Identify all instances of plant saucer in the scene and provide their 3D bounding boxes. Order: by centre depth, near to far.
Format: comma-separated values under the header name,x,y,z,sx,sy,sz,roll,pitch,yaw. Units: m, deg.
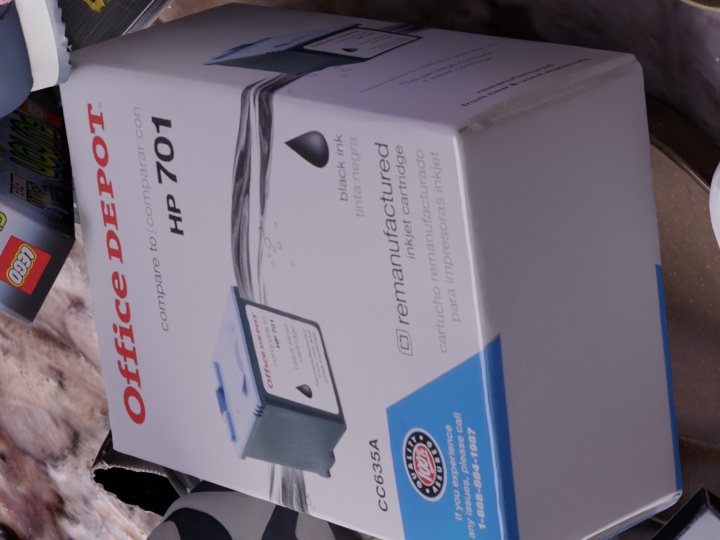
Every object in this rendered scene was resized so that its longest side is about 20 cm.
name,x,y,z,sx,sy,sz,roll,pitch,yaw
plant saucer,0.084,0.003,0.982,0.200,0.034,0.201,34,149,24

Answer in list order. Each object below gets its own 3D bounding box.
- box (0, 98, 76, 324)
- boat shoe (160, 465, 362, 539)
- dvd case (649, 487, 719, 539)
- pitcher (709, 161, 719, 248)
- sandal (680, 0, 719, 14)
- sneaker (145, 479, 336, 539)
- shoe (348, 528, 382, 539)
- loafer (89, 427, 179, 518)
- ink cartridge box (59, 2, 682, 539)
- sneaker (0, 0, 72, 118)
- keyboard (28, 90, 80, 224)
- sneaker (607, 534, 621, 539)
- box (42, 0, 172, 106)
name,x,y,z,sx,sy,sz,roll,pitch,yaw
box,-0.159,-0.045,1.054,0.110,0.035,0.200,27,-170,-13
boat shoe,-0.046,0.073,1.142,0.200,0.068,0.057,-128,45,-53
dvd case,0.142,0.190,1.013,0.200,0.150,0.025,40,-165,-10
pitcher,0.188,0.024,0.793,0.200,0.121,0.172,56,151,2
sandal,0.087,-0.108,0.810,0.199,0.054,0.081,8,89,45
sneaker,-0.039,0.183,1.019,0.079,0.129,0.200,-2,116,48
shoe,-0.011,0.040,1.069,0.053,0.070,0.200,20,-161,-44
loafer,-0.034,0.117,1.235,0.199,0.071,0.073,30,147,28
ink cartridge box,0.000,0.000,0.936,0.199,0.086,0.147,12,116,46
sneaker,-0.150,-0.115,0.884,0.070,0.082,0.201,46,160,44
keyboard,-0.137,-0.065,1.198,0.199,0.021,0.127,19,141,38
sneaker,0.057,0.100,1.100,0.200,0.082,0.078,13,94,61
box,-0.135,-0.170,1.036,0.200,0.048,0.158,49,150,-4
